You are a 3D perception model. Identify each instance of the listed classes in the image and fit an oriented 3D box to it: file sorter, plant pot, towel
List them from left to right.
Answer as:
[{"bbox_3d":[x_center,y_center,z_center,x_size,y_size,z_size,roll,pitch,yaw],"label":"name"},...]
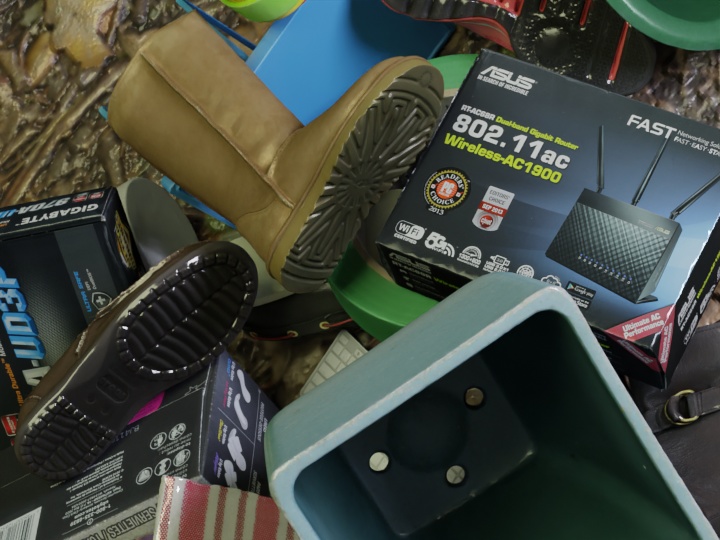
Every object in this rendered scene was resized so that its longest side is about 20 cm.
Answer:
[{"bbox_3d":[-0.063,-0.141,1.762,0.201,0.138,0.123,-53,51,6],"label":"file sorter"},{"bbox_3d":[-0.051,0.217,1.596,0.030,0.199,0.148,-17,63,53],"label":"towel"},{"bbox_3d":[0.059,0.116,1.496,0.195,0.197,0.200,-33,16,-2],"label":"plant pot"}]

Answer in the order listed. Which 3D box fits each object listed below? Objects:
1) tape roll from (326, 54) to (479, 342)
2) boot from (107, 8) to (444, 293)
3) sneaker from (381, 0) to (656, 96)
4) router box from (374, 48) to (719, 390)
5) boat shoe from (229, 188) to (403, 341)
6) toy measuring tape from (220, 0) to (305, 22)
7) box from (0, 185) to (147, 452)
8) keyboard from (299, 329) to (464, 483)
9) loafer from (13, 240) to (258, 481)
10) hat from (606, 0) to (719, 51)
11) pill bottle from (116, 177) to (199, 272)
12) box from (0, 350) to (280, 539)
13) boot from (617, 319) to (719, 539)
[{"bbox_3d":[0.065,-0.042,1.658,0.199,0.048,0.202,-6,62,12],"label":"tape roll"},{"bbox_3d":[-0.060,-0.107,1.615,0.176,0.066,0.200,-53,54,11],"label":"boot"},{"bbox_3d":[0.108,-0.178,1.670,0.199,0.087,0.074,27,108,13],"label":"sneaker"},{"bbox_3d":[0.130,-0.034,1.573,0.199,0.062,0.151,21,70,24],"label":"router box"},{"bbox_3d":[0.000,-0.002,1.720,0.200,0.063,0.074,-13,54,15],"label":"boat shoe"},{"bbox_3d":[-0.092,-0.190,1.672,0.199,0.073,0.074,-11,68,36],"label":"toy measuring tape"},{"bbox_3d":[-0.214,0.050,1.746,0.158,0.201,0.046,-10,29,12],"label":"box"},{"bbox_3d":[0.032,0.117,1.686,0.056,0.011,0.200,-52,54,7],"label":"keyboard"},{"bbox_3d":[-0.154,0.047,1.672,0.200,0.073,0.071,-40,31,1],"label":"loafer"},{"bbox_3d":[0.170,-0.210,1.683,0.176,0.165,0.201,-29,29,59],"label":"hat"},{"bbox_3d":[-0.215,0.021,1.821,0.199,0.109,0.110,-30,60,22],"label":"pill bottle"},{"bbox_3d":[-0.145,0.164,1.700,0.199,0.115,0.133,-27,34,24],"label":"box"},{"bbox_3d":[0.243,0.101,1.520,0.199,0.069,0.175,-12,62,25],"label":"boot"}]
